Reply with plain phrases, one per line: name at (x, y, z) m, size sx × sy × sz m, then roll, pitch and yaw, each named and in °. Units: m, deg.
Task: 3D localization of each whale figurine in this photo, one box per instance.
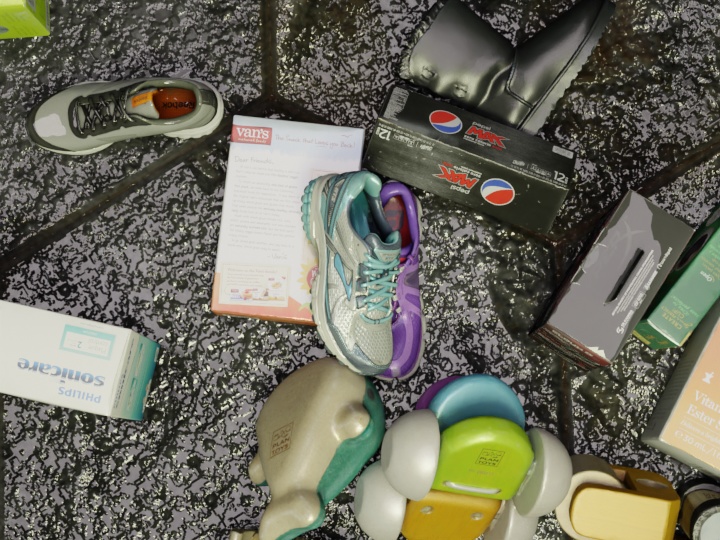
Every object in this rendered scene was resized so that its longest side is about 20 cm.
whale figurine at (-0.037, 0.180, 1.475) m, size 0.159 × 0.200 × 0.104 m, roll -31°, pitch 123°, yaw 33°

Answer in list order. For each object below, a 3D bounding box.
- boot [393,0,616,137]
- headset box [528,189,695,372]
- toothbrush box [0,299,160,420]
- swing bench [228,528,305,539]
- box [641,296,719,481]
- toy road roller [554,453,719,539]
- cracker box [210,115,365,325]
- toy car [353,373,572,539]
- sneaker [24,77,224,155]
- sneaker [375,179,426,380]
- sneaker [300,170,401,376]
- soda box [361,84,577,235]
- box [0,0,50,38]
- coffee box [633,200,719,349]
boot at (0.141, -0.227, 1.560) m, size 0.162 × 0.073 × 0.198 m, roll 34°, pitch 93°, yaw -1°
headset box at (0.236, 0.013, 1.472) m, size 0.075 × 0.200 × 0.149 m, roll 32°, pitch 84°, yaw 4°
toothbrush box at (-0.282, 0.087, 1.471) m, size 0.146 × 0.200 × 0.085 m, roll 13°, pitch 85°, yaw 3°
swing bench at (-0.048, 0.364, 1.478) m, size 0.200 × 0.130 × 0.199 m, roll 13°, pitch 85°, yaw 7°
box at (0.390, 0.112, 1.506) m, size 0.152 × 0.106 × 0.200 m, roll 27°, pitch 85°, yaw 4°
toy road roller at (0.273, 0.269, 1.487) m, size 0.200 × 0.123 × 0.146 m, roll 13°, pitch 95°, yaw 1°
cracker box at (-0.071, -0.048, 1.554) m, size 0.134 × 0.058 × 0.200 m, roll 7°, pitch 85°, yaw 0°
toy car at (0.094, 0.175, 1.465) m, size 0.175 × 0.200 × 0.150 m, roll 10°, pitch 51°, yaw -13°
sneaker at (-0.240, -0.164, 1.558) m, size 0.200 × 0.079 × 0.074 m, roll -8°, pitch 86°, yaw 1°
sneaker at (0.025, 0.009, 1.534) m, size 0.081 × 0.083 × 0.200 m, roll -1°, pitch 85°, yaw 1°
sneaker at (0.000, 0.000, 1.465) m, size 0.078 × 0.086 × 0.200 m, roll -9°, pitch 84°, yaw -45°
soda box at (0.107, -0.109, 1.528) m, size 0.200 × 0.071 × 0.063 m, roll 21°, pitch 45°, yaw 0°
box at (-0.422, -0.263, 1.549) m, size 0.200 × 0.122 × 0.048 m, roll -4°, pitch 86°, yaw 0°
coffee box at (0.343, -0.012, 1.514) m, size 0.044 × 0.123 × 0.200 m, roll 39°, pitch 84°, yaw 1°
